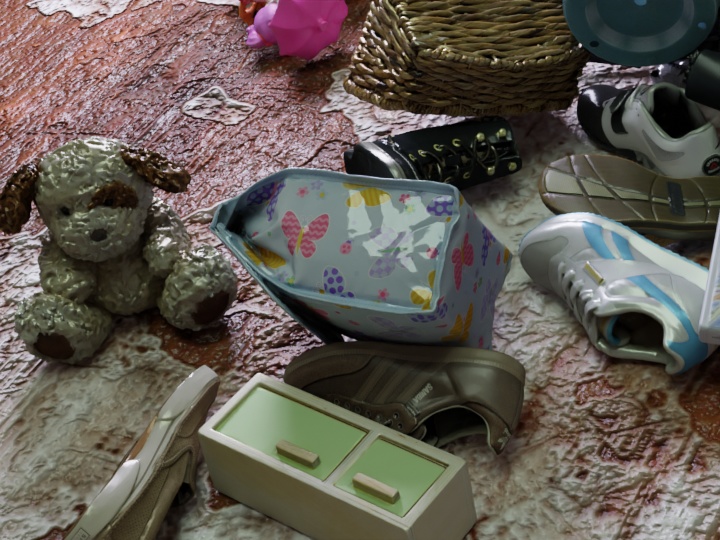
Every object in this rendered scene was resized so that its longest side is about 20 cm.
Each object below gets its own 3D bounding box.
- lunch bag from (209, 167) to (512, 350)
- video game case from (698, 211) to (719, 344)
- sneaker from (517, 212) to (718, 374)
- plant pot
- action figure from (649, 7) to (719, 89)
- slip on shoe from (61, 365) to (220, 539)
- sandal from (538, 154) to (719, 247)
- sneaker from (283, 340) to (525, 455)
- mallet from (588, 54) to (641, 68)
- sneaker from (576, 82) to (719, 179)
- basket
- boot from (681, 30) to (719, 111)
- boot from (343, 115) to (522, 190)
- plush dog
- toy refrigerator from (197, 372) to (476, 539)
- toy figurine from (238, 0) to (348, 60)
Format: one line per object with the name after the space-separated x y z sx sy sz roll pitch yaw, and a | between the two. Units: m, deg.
0.000 0.000 1.197 0.198 0.170 0.128 11 77 22 | lunch bag
0.361 -0.018 1.150 0.180 0.022 0.201 6 52 18 | video game case
0.198 0.016 1.211 0.199 0.077 0.081 24 52 40 | sneaker
0.256 -0.293 1.365 0.198 0.201 0.189 0 51 16 | plant pot
0.357 -0.220 1.444 0.193 0.105 0.200 -35 18 -19 | action figure
-0.151 0.153 1.154 0.060 0.076 0.200 37 39 -3 | slip on shoe
0.249 -0.049 1.302 0.198 0.054 0.081 7 47 1 | sandal
0.026 0.101 1.158 0.198 0.071 0.076 -4 57 25 | sneaker
0.186 -0.218 1.546 0.198 0.066 0.041 15 44 9 | mallet
0.265 -0.143 1.383 0.074 0.089 0.200 -27 39 -17 | sneaker
0.105 -0.185 1.426 0.198 0.150 0.144 -5 51 -25 | basket
0.389 -0.162 1.323 0.168 0.077 0.199 35 38 28 | boot
0.072 -0.096 1.346 0.152 0.074 0.204 -15 9 -8 | boot
-0.217 -0.039 1.315 0.198 0.173 0.161 -13 37 0 | plush dog
-0.019 0.148 1.111 0.199 0.070 0.076 20 48 34 | toy refrigerator
-0.081 -0.306 1.670 0.199 0.150 0.185 -21 42 26 | toy figurine
